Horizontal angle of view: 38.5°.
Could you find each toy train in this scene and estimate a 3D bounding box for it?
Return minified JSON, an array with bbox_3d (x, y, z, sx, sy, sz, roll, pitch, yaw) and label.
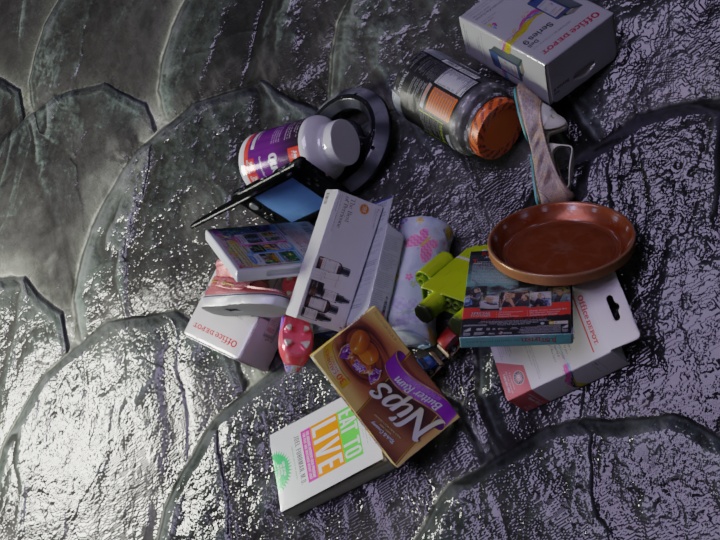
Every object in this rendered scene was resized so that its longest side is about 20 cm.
[{"bbox_3d":[0.138,0.103,1.514,0.200,0.046,0.034,-48,51,7],"label":"toy train"}]

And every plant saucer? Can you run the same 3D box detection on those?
[{"bbox_3d":[0.275,-0.034,1.416,0.199,0.032,0.201,-7,32,5],"label":"plant saucer"}]

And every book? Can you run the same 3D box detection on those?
[{"bbox_3d":[-0.044,0.272,1.569,0.200,0.048,0.134,-31,52,23],"label":"book"}]

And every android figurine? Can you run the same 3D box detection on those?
[{"bbox_3d":[0.172,0.017,1.475,0.182,0.041,0.200,20,45,39],"label":"android figurine"}]

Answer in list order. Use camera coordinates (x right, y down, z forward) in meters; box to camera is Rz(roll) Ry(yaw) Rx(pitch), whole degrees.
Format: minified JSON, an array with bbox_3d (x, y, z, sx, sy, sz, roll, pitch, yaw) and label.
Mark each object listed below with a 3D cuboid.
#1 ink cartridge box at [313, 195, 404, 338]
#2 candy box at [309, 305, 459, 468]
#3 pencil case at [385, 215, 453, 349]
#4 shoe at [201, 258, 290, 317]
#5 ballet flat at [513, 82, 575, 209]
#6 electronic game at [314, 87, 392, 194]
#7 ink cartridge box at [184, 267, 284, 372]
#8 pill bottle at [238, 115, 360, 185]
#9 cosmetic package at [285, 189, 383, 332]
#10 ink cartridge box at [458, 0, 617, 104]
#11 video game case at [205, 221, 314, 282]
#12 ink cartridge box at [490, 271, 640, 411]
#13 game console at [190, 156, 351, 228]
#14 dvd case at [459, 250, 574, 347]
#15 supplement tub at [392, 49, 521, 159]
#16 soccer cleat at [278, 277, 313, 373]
[{"bbox_3d":[0.000,0.000,1.608,0.196,0.043,0.201,-16,56,63],"label":"ink cartridge box"},{"bbox_3d":[0.034,0.164,1.464,0.117,0.056,0.200,-37,90,-7],"label":"candy box"},{"bbox_3d":[0.087,0.018,1.564,0.090,0.083,0.201,13,72,-8],"label":"pencil case"},{"bbox_3d":[-0.176,0.022,1.635,0.200,0.071,0.091,-3,68,47],"label":"shoe"},{"bbox_3d":[0.279,-0.188,1.527,0.067,0.068,0.201,-14,82,23],"label":"ballet flat"},{"bbox_3d":[-0.027,-0.220,1.781,0.199,0.042,0.201,-14,68,37],"label":"electronic game"},{"bbox_3d":[-0.187,0.051,1.741,0.146,0.083,0.201,20,81,39],"label":"ink cartridge box"},{"bbox_3d":[-0.102,-0.194,1.732,0.199,0.112,0.113,-11,63,38],"label":"pill bottle"},{"bbox_3d":[-0.038,-0.015,1.552,0.051,0.082,0.201,10,81,64],"label":"cosmetic package"},{"bbox_3d":[0.273,-0.361,1.585,0.145,0.088,0.200,-37,51,-12],"label":"ink cartridge box"},{"bbox_3d":[-0.136,-0.033,1.646,0.200,0.181,0.024,-136,44,-60],"label":"video game case"},{"bbox_3d":[0.283,0.095,1.403,0.200,0.067,0.117,-29,55,23],"label":"ink cartridge box"},{"bbox_3d":[-0.145,-0.097,1.684,0.200,0.176,0.117,-19,46,47],"label":"game console"},{"bbox_3d":[0.212,0.032,1.383,0.145,0.022,0.200,-4,35,13],"label":"dvd case"},{"bbox_3d":[0.153,-0.259,1.622,0.123,0.122,0.200,-53,51,3],"label":"supplement tub"},{"bbox_3d":[-0.099,0.069,1.650,0.066,0.077,0.201,10,50,-7],"label":"soccer cleat"}]
